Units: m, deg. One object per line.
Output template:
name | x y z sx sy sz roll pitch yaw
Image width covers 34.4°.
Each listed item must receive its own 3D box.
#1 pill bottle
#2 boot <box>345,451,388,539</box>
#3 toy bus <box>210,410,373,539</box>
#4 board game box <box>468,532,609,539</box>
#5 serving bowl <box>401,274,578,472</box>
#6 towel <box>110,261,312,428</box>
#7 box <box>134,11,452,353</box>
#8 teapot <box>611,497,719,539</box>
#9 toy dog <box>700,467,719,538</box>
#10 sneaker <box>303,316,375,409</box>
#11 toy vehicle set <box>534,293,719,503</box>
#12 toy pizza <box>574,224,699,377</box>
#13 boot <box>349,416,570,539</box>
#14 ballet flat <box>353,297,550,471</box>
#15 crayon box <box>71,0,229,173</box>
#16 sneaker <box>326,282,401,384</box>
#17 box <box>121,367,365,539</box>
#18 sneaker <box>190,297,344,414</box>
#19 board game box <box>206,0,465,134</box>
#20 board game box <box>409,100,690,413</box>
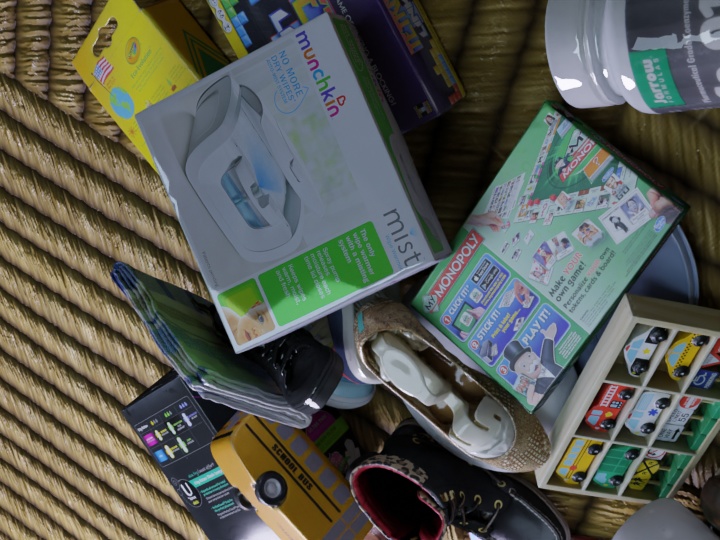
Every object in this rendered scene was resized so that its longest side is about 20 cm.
pill bottle | 0.231 -0.164 0.769 0.198 0.113 0.115 -1 114 37
boot | 0.053 0.304 1.135 0.201 0.068 0.190 52 146 40
toy bus | -0.053 0.216 1.084 0.200 0.078 0.065 48 151 -8
board game box | 0.203 0.300 1.117 0.197 0.019 0.104 0 116 36
serving bowl | 0.097 0.103 1.023 0.198 0.066 0.202 29 140 27
towel | -0.135 0.065 1.050 0.024 0.146 0.200 -54 45 8
box | -0.048 -0.066 0.906 0.174 0.097 0.203 -24 88 14
teapot | 0.256 0.294 0.937 0.200 0.146 0.197 47 179 -24
toy dog | 0.351 0.169 0.857 0.199 0.139 0.197 -26 86 42
sneaker | -0.050 0.034 1.112 0.199 0.079 0.131 40 133 10
toy vehicle set | 0.231 0.110 0.936 0.122 0.027 0.202 9 129 -12
toy pizza | 0.182 -0.001 0.953 0.198 0.032 0.203 17 124 27
boot | 0.089 0.216 1.057 0.199 0.150 0.074 37 107 16
ballet flat | 0.069 0.104 0.937 0.199 0.065 0.071 38 110 -1
crayon box | -0.177 -0.166 1.110 0.201 0.051 0.127 51 133 1
sneaker | 0.000 0.000 1.023 0.084 0.074 0.204 155 121 -65
box | -0.115 0.169 1.188 0.124 0.148 0.201 -30 95 44
sneaker | -0.085 0.058 1.013 0.104 0.060 0.200 35 180 -18
board game box | -0.027 -0.196 0.979 0.164 0.057 0.202 -22 101 43
board game box | 0.142 -0.010 0.904 0.134 0.029 0.201 41 114 18
